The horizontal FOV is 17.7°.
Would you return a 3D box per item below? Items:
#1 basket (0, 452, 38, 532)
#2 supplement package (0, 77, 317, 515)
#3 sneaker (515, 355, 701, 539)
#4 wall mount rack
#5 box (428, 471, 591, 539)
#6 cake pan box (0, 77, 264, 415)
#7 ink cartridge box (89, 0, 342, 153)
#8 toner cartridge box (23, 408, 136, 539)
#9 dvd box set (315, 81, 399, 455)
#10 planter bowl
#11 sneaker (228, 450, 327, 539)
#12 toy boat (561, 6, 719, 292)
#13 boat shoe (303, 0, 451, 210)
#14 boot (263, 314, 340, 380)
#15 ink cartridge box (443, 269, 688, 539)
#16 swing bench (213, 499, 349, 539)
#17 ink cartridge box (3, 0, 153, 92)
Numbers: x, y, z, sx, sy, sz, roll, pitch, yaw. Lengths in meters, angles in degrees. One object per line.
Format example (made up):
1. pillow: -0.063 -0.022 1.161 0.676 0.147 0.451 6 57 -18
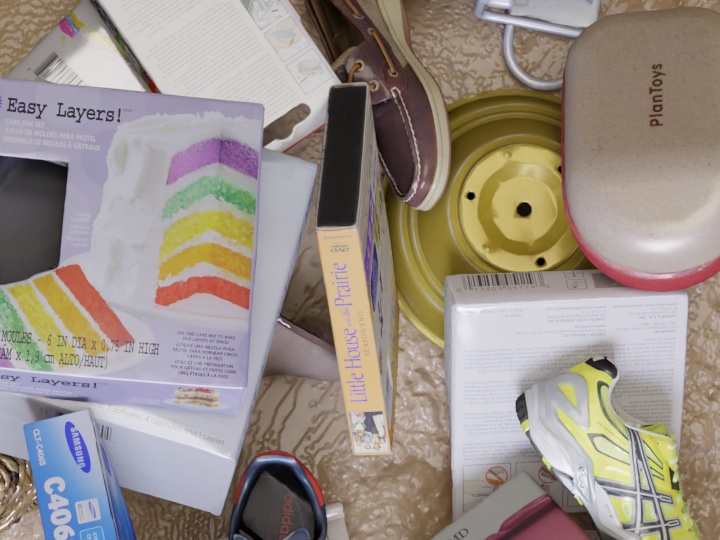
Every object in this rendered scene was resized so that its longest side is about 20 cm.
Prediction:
1. basket: -0.304 0.099 1.581 0.200 0.149 0.143 48 116 5
2. supplement package: -0.147 0.019 1.454 0.190 0.147 0.201 16 69 -3
3. sneaker: 0.186 0.147 1.518 0.076 0.075 0.200 -37 94 10
4. wall mount rack: 0.175 -0.226 1.638 0.173 0.075 0.201 10 82 -1
5. box: 0.124 0.248 1.495 0.128 0.109 0.200 -36 41 -8
6. cake pan box: -0.159 -0.017 1.360 0.199 0.052 0.185 6 68 -6
7. ink cartridge box: -0.101 -0.160 1.548 0.109 0.050 0.201 -34 85 -7
8. toner cartridge box: -0.161 0.166 1.401 0.043 0.200 0.096 -14 66 -5
9. dvd box set: 0.000 0.000 1.513 0.029 0.201 0.147 -3 42 7
10. planter bowl: 0.110 -0.036 1.603 0.199 0.083 0.202 0 81 -2
11. sneaker: -0.053 0.207 1.440 0.074 0.085 0.201 -6 66 -1
12. toy boat: 0.204 -0.071 1.557 0.130 0.131 0.201 -3 56 12
13. boat shoe: 0.004 -0.129 1.594 0.072 0.072 0.201 -2 62 -28
14. boot: -0.117 0.080 1.575 0.199 0.070 0.147 27 80 -12
15. ink cartridge box: 0.138 0.096 1.581 0.160 0.050 0.201 -2 119 -3
16. swing bench: -0.079 0.281 1.525 0.198 0.130 0.201 -15 66 -3
17. ink cartridge box: -0.149 -0.123 1.607 0.145 0.085 0.200 44 84 4
